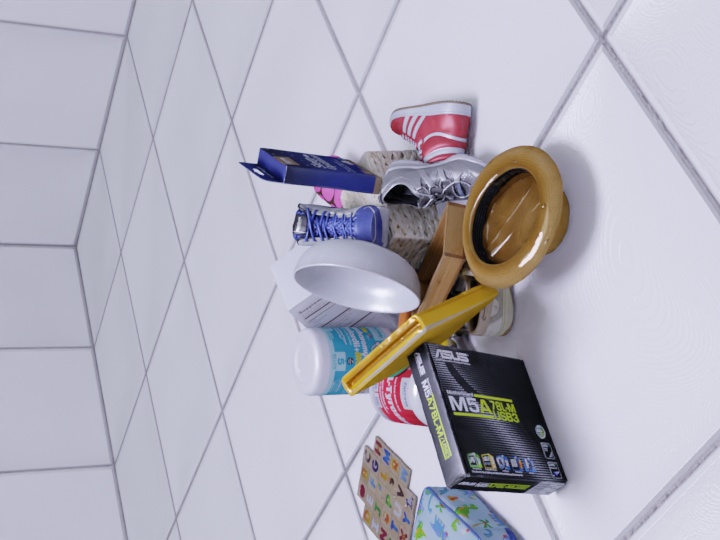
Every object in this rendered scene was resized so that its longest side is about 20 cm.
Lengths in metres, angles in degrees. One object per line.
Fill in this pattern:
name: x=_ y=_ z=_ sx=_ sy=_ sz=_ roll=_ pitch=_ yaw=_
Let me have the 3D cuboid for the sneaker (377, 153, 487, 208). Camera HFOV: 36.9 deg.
sneaker: x=0.116 y=-0.120 z=1.624 sx=0.198 sy=0.075 sz=0.082 roll=-1 pitch=43 yaw=37

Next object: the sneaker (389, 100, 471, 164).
sneaker: x=0.104 y=-0.203 z=1.725 sx=0.199 sy=0.070 sz=0.114 roll=1 pitch=87 yaw=61

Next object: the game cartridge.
game cartridge: x=0.085 y=0.090 z=1.484 sx=0.033 sy=0.199 sz=0.176 roll=54 pitch=127 yaw=10

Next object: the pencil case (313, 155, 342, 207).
pencil case: x=-0.021 y=-0.148 z=1.958 sx=0.200 sy=0.090 sz=0.094 roll=38 pitch=157 yaw=56

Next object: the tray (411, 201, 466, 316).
tray: x=0.118 y=-0.001 z=1.623 sx=0.201 sy=0.037 sz=0.100 roll=108 pitch=171 yaw=-53

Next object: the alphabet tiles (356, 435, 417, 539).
alphabet tiles: x=0.044 y=0.396 z=1.893 sx=0.200 sy=0.006 sz=0.169 roll=36 pitch=121 yaw=59

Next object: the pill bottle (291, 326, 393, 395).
pill bottle: x=-0.007 y=0.149 z=1.791 sx=0.110 sy=0.198 sz=0.113 roll=-2 pitch=88 yaw=62

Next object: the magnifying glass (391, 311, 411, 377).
magnifying glass: x=0.068 y=0.105 z=1.718 sx=0.079 sy=0.022 sz=0.200 roll=-35 pitch=16 yaw=21

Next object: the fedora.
fedora: x=0.222 y=-0.067 z=1.468 sx=0.200 sy=0.081 sz=0.203 roll=-22 pitch=63 yaw=51

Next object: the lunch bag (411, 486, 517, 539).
lunch bag: x=0.150 y=0.422 z=1.596 sx=0.200 sy=0.081 sz=0.163 roll=34 pitch=118 yaw=59

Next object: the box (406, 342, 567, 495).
box: x=0.169 y=0.199 z=1.437 sx=0.047 sy=0.198 sz=0.195 roll=-40 pitch=51 yaw=37

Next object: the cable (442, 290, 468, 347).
cable: x=0.113 y=0.080 z=1.718 sx=0.199 sy=0.050 sz=0.099 roll=1 pitch=91 yaw=64

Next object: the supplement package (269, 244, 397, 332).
supplement package: x=-0.044 y=0.047 z=1.844 sx=0.117 sy=0.200 sz=0.118 roll=-34 pitch=46 yaw=9

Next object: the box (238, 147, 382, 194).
box: x=-0.079 y=-0.156 z=1.677 sx=0.121 sy=0.198 sz=0.033 roll=37 pitch=120 yaw=57

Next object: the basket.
basket: x=0.060 y=-0.086 z=1.752 sx=0.136 sy=0.122 sz=0.202 roll=-58 pitch=40 yaw=45

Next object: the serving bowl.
serving bowl: x=0.000 y=0.000 z=1.629 sx=0.200 sy=0.198 sz=0.067 roll=-21 pitch=52 yaw=61

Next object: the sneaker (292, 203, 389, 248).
sneaker: x=-0.042 y=-0.063 z=1.690 sx=0.199 sy=0.114 sz=0.082 roll=6 pitch=95 yaw=62

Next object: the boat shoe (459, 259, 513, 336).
boat shoe: x=0.179 y=-0.005 z=1.575 sx=0.072 sy=0.064 sz=0.203 roll=-16 pitch=74 yaw=62

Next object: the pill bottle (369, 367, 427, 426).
pill bottle: x=0.103 y=0.184 z=1.666 sx=0.199 sy=0.111 sz=0.114 roll=-9 pitch=81 yaw=63
